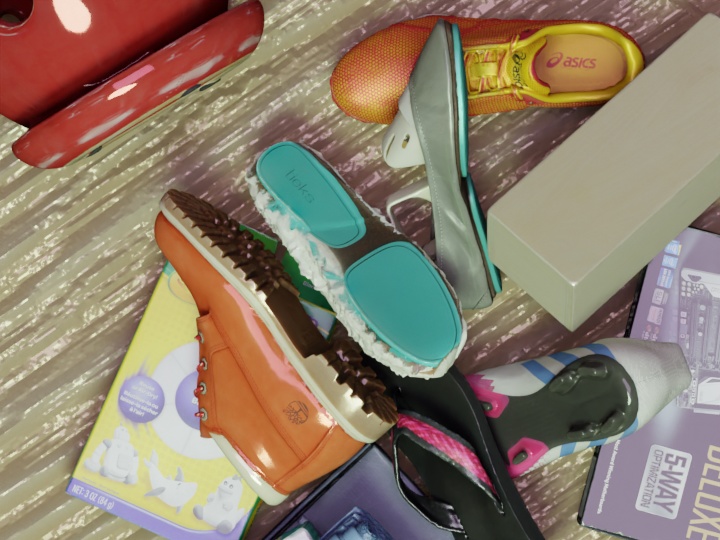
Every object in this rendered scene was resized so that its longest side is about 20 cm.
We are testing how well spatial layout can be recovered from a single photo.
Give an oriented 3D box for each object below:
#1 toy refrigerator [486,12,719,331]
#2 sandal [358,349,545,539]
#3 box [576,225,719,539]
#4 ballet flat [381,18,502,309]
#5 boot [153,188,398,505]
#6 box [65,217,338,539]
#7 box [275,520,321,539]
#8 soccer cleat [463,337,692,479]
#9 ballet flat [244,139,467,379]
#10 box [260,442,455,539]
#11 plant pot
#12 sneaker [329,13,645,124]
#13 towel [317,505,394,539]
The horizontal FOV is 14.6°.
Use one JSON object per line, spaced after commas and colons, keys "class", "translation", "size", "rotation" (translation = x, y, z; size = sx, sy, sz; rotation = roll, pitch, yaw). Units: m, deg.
{"class": "toy refrigerator", "translation": [0.173, -0.060, 1.729], "size": [0.200, 0.070, 0.076], "rotation": [-42, 68, -17]}
{"class": "sandal", "translation": [0.054, 0.127, 1.716], "size": [0.045, 0.075, 0.200], "rotation": [-18, 70, -41]}
{"class": "box", "translation": [0.236, 0.084, 1.768], "size": [0.157, 0.050, 0.201], "rotation": [15, 89, 1]}
{"class": "ballet flat", "translation": [0.044, -0.059, 1.728], "size": [0.063, 0.067, 0.201], "rotation": [-8, 122, 5]}
{"class": "boot", "translation": [-0.079, 0.047, 1.716], "size": [0.107, 0.075, 0.200], "rotation": [-41, 80, 18]}
{"class": "box", "translation": [-0.093, 0.071, 1.771], "size": [0.117, 0.048, 0.201], "rotation": [23, 88, 0]}
{"class": "box", "translation": [-0.012, 0.259, 1.716], "size": [0.082, 0.049, 0.200], "rotation": [-33, 89, 3]}
{"class": "soccer cleat", "translation": [0.119, 0.085, 1.733], "size": [0.086, 0.200, 0.070], "rotation": [-18, 92, -43]}
{"class": "ballet flat", "translation": [0.000, 0.000, 1.735], "size": [0.072, 0.072, 0.200], "rotation": [-38, 62, 0]}
{"class": "box", "translation": [0.018, 0.231, 1.767], "size": [0.158, 0.051, 0.200], "rotation": [-43, 89, -1]}
{"class": "plant pot", "translation": [-0.172, -0.171, 1.700], "size": [0.200, 0.200, 0.183], "rotation": [-30, 93, 0]}
{"class": "sneaker", "translation": [0.079, -0.131, 1.759], "size": [0.199, 0.077, 0.073], "rotation": [-8, 91, 2]}
{"class": "towel", "translation": [-0.037, 0.246, 1.669], "size": [0.200, 0.049, 0.112], "rotation": [-42, 88, 2]}
